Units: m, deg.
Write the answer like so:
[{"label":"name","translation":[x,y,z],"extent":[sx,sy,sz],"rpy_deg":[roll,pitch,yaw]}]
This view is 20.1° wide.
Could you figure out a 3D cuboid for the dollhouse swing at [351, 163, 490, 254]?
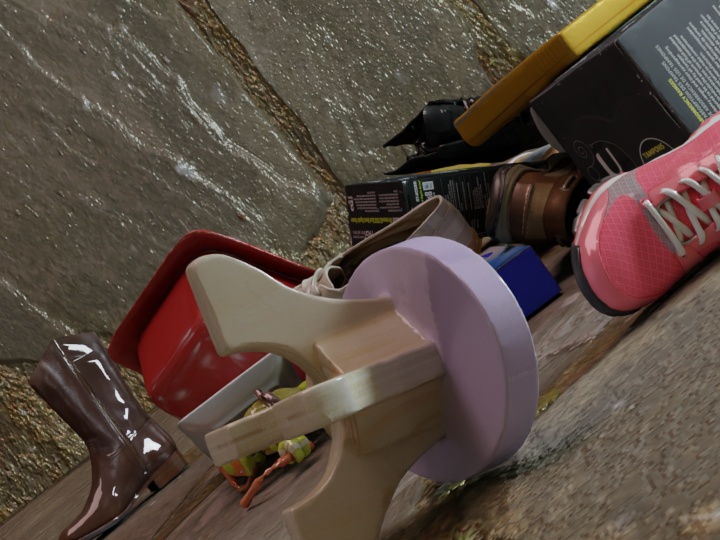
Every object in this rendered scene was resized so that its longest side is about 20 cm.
[{"label":"dollhouse swing","translation":[0.104,-0.019,2.102],"extent":[0.200,0.175,0.183],"rpy_deg":[150,131,-63]}]

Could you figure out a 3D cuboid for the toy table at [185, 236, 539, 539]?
[{"label":"toy table","translation":[-0.004,0.062,1.049],"extent":[0.117,0.185,0.200],"rpy_deg":[-21,-15,-22]}]

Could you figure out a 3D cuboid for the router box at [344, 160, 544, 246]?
[{"label":"router box","translation":[0.083,-0.060,1.843],"extent":[0.149,0.063,0.200],"rpy_deg":[-9,3,-15]}]

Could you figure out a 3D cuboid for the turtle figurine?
[{"label":"turtle figurine","translation":[-0.060,0.118,1.653],"extent":[0.161,0.065,0.200],"rpy_deg":[-38,3,-14]}]

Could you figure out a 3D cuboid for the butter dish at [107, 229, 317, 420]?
[{"label":"butter dish","translation":[-0.113,0.089,1.870],"extent":[0.200,0.199,0.148],"rpy_deg":[-52,26,36]}]

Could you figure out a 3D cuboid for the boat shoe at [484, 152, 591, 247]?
[{"label":"boat shoe","translation":[0.167,-0.049,1.606],"extent":[0.073,0.076,0.200],"rpy_deg":[10,13,26]}]

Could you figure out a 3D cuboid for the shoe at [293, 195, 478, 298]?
[{"label":"shoe","translation":[0.000,0.000,1.687],"extent":[0.199,0.053,0.070],"rpy_deg":[-28,38,11]}]

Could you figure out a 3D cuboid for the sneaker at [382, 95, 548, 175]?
[{"label":"sneaker","translation":[0.104,-0.131,1.861],"extent":[0.104,0.060,0.200],"rpy_deg":[0,-14,-24]}]

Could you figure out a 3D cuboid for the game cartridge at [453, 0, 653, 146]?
[{"label":"game cartridge","translation":[0.177,-0.183,1.607],"extent":[0.176,0.032,0.200],"rpy_deg":[-39,2,-26]}]

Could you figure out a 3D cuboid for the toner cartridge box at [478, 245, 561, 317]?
[{"label":"toner cartridge box","translation":[0.090,0.025,1.567],"extent":[0.095,0.043,0.200],"rpy_deg":[-35,3,-4]}]

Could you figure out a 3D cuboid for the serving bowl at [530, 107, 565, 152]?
[{"label":"serving bowl","translation":[0.244,-0.132,1.693],"extent":[0.199,0.066,0.200],"rpy_deg":[-16,-3,-1]}]

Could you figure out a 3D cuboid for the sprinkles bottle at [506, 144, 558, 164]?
[{"label":"sprinkles bottle","translation":[0.184,-0.086,1.895],"extent":[0.068,0.068,0.200],"rpy_deg":[-37,3,-11]}]

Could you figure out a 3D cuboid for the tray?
[{"label":"tray","translation":[-0.091,0.128,1.756],"extent":[0.107,0.022,0.200],"rpy_deg":[-38,-17,-4]}]

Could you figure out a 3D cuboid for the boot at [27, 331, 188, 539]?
[{"label":"boot","translation":[-0.309,0.181,2.202],"extent":[0.186,0.200,0.064],"rpy_deg":[-39,4,-34]}]

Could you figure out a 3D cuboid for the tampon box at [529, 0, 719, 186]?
[{"label":"tampon box","translation":[0.255,-0.149,1.492],"extent":[0.200,0.126,0.150],"rpy_deg":[-39,2,-24]}]

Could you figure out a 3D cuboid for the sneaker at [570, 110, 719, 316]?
[{"label":"sneaker","translation":[0.200,-0.049,1.182],"extent":[0.200,0.074,0.087],"rpy_deg":[-39,5,-29]}]
